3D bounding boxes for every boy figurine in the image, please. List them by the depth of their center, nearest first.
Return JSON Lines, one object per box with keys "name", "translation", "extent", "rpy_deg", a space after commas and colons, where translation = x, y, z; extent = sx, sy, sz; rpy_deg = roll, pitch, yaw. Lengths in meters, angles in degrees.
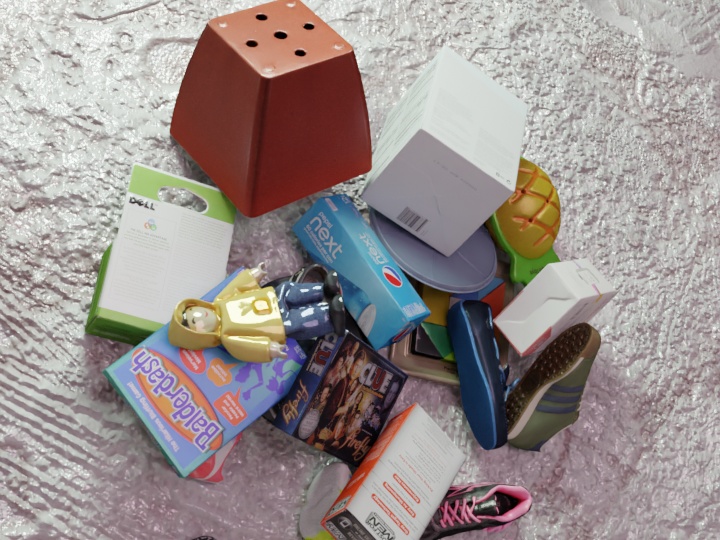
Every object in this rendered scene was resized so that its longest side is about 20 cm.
{"name": "boy figurine", "translation": [-0.118, 0.046, 1.251], "extent": [0.197, 0.065, 0.126], "rpy_deg": [-6, 58, -6]}

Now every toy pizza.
{"name": "toy pizza", "translation": [0.097, -0.042, 1.537], "extent": [0.198, 0.032, 0.202], "rpy_deg": [18, 43, -18]}

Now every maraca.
{"name": "maraca", "translation": [0.236, -0.066, 1.600], "extent": [0.136, 0.106, 0.203], "rpy_deg": [-14, 89, -39]}

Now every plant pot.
{"name": "plant pot", "translation": [-0.106, -0.220, 1.391], "extent": [0.198, 0.178, 0.200], "rpy_deg": [-24, 52, -30]}

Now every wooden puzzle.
{"name": "wooden puzzle", "translation": [0.133, 0.061, 1.548], "extent": [0.183, 0.037, 0.203], "rpy_deg": [14, 69, -22]}

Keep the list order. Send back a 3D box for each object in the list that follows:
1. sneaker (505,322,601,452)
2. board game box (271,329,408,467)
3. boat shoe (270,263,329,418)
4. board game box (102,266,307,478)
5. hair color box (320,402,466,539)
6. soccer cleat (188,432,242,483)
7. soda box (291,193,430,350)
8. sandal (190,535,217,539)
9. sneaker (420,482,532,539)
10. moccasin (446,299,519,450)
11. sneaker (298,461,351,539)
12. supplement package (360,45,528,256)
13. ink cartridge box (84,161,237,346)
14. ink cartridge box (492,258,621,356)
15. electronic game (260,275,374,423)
{"name": "sneaker", "translation": [0.272, 0.167, 1.528], "extent": [0.089, 0.067, 0.201], "rpy_deg": [33, 103, -28]}
{"name": "board game box", "translation": [-0.019, 0.155, 1.351], "extent": [0.137, 0.034, 0.200], "rpy_deg": [-63, 150, -7]}
{"name": "boat shoe", "translation": [-0.070, 0.089, 1.378], "extent": [0.073, 0.060, 0.203], "rpy_deg": [17, 70, -14]}
{"name": "board game box", "translation": [-0.173, 0.116, 1.290], "extent": [0.199, 0.045, 0.153], "rpy_deg": [-38, 95, -19]}
{"name": "hair color box", "translation": [0.044, 0.266, 1.362], "extent": [0.102, 0.061, 0.200], "rpy_deg": [47, 42, -5]}
{"name": "soccer cleat", "translation": [-0.162, 0.158, 1.355], "extent": [0.076, 0.066, 0.202], "rpy_deg": [42, 62, -43]}
{"name": "soda box", "translation": [0.000, 0.000, 1.449], "extent": [0.201, 0.068, 0.064], "rpy_deg": [55, 30, 13]}
{"name": "sandal", "translation": [-0.237, 0.364, 1.264], "extent": [0.199, 0.048, 0.076], "rpy_deg": [-31, 89, -31]}
{"name": "sneaker", "translation": [0.134, 0.307, 1.441], "extent": [0.198, 0.095, 0.080], "rpy_deg": [-5, 78, -26]}
{"name": "moccasin", "translation": [0.174, 0.135, 1.492], "extent": [0.067, 0.080, 0.203], "rpy_deg": [-6, 84, -30]}
{"name": "sneaker", "translation": [-0.022, 0.344, 1.376], "extent": [0.104, 0.075, 0.202], "rpy_deg": [28, 62, -37]}
{"name": "supplement package", "translation": [0.116, -0.162, 1.509], "extent": [0.151, 0.151, 0.201], "rpy_deg": [32, 42, -14]}
{"name": "ink cartridge box", "translation": [-0.238, -0.010, 1.364], "extent": [0.146, 0.076, 0.203], "rpy_deg": [17, 67, -20]}
{"name": "ink cartridge box", "translation": [0.277, 0.047, 1.549], "extent": [0.068, 0.117, 0.199], "rpy_deg": [51, 24, 18]}
{"name": "electronic game", "translation": [-0.072, 0.104, 1.430], "extent": [0.197, 0.042, 0.203], "rpy_deg": [5, 74, -18]}
